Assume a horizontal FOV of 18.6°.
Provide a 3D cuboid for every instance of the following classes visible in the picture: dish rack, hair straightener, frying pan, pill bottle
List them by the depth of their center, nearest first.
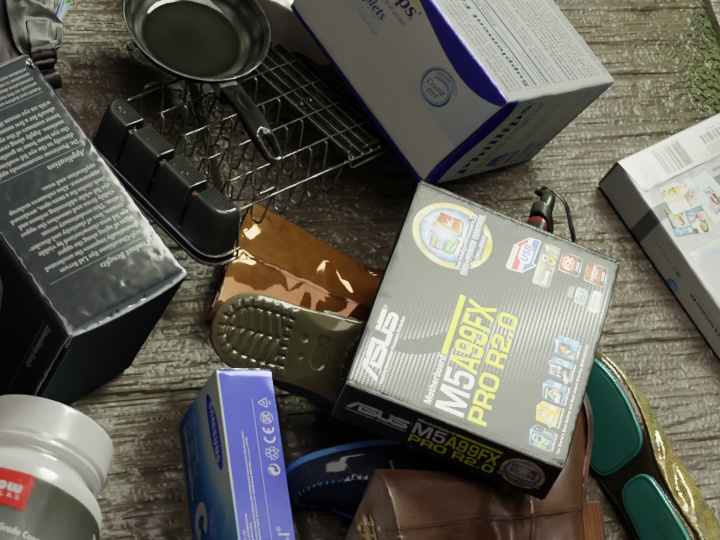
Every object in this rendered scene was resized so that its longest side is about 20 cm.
[{"bbox_3d":[-0.232,0.187,1.412,0.114,0.114,0.200,22,56,-11],"label":"pill bottle"},{"bbox_3d":[-0.098,-0.159,1.654,0.190,0.031,0.115,43,51,11],"label":"frying pan"},{"bbox_3d":[-0.086,-0.098,1.659,0.200,0.055,0.153,-26,60,-38],"label":"dish rack"},{"bbox_3d":[0.130,0.023,1.707,0.077,0.041,0.200,52,44,-46],"label":"hair straightener"}]

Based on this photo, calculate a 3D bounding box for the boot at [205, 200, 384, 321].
[{"bbox_3d":[0.000,0.000,1.668,0.200,0.069,0.189,24,63,-1],"label":"boot"}]

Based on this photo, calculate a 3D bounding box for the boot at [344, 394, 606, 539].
[{"bbox_3d":[0.071,0.135,1.528,0.200,0.064,0.187,-3,71,-33],"label":"boot"}]

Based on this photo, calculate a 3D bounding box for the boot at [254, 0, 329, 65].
[{"bbox_3d":[-0.092,-0.245,1.744,0.200,0.073,0.090,29,61,-6],"label":"boot"}]

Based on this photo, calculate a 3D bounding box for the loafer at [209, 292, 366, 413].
[{"bbox_3d":[-0.018,0.064,1.573,0.200,0.067,0.076,25,87,-18],"label":"loafer"}]

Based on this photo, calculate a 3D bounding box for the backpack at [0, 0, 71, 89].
[{"bbox_3d":[-0.290,-0.223,1.599,0.200,0.154,0.191,30,62,-13],"label":"backpack"}]

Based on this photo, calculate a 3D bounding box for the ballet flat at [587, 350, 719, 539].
[{"bbox_3d":[0.216,0.148,1.668,0.071,0.071,0.200,-17,69,-30],"label":"ballet flat"}]

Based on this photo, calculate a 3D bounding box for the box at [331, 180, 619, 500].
[{"bbox_3d":[0.084,0.046,1.537,0.160,0.044,0.200,23,49,-1],"label":"box"}]

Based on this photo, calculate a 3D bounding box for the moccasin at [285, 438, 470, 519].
[{"bbox_3d":[0.045,0.160,1.571,0.200,0.080,0.068,1,66,-22],"label":"moccasin"}]

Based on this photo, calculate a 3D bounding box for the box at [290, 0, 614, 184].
[{"bbox_3d":[0.074,-0.178,1.717,0.184,0.105,0.200,54,29,12],"label":"box"}]

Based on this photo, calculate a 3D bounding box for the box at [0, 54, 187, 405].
[{"bbox_3d":[-0.232,-0.019,1.511,0.104,0.148,0.200,-30,78,-34],"label":"box"}]

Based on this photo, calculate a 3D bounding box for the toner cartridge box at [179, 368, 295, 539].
[{"bbox_3d":[-0.081,0.176,1.497,0.043,0.095,0.200,2,61,-22],"label":"toner cartridge box"}]

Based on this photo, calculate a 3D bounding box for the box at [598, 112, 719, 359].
[{"bbox_3d":[0.314,-0.027,1.818,0.156,0.041,0.200,-26,74,-32],"label":"box"}]
